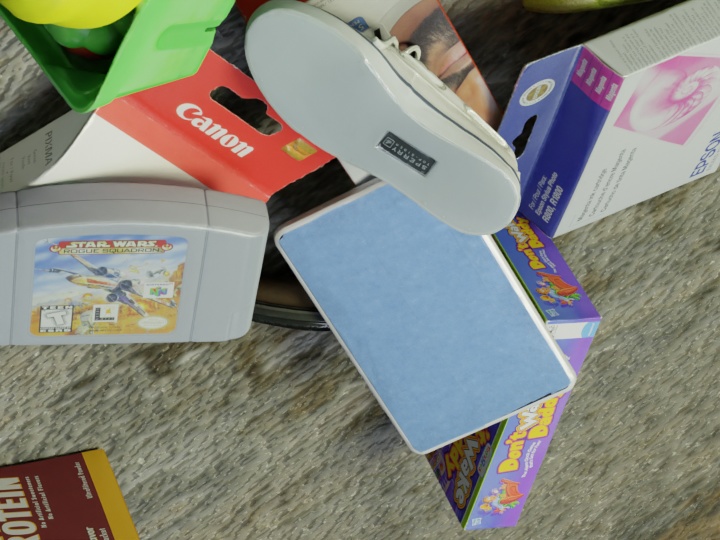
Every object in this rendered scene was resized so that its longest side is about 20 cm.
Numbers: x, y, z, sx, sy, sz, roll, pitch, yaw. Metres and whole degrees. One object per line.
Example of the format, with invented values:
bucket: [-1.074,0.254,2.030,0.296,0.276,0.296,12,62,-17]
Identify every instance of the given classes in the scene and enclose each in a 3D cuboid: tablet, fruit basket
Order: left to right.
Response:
fruit basket: [-0.149,-0.195,1.412,0.215,0.156,0.216,-27,146,-20]
tablet: [0.044,0.025,1.686,0.130,0.014,0.200,-25,115,17]

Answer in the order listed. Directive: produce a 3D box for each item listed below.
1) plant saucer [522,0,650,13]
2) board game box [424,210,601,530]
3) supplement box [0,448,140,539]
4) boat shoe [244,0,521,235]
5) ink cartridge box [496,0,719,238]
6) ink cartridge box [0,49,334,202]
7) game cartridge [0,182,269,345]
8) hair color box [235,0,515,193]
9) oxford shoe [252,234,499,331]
plant saucer: [0.214,-0.249,1.629,0.199,0.048,0.201,-11,134,-18]
board game box: [0.095,0.066,1.802,0.045,0.135,0.201,-2,131,-26]
supplement box: [-0.261,0.258,1.800,0.196,0.133,0.201,-10,134,-19]
boat shoe: [0.019,-0.108,1.555,0.201,0.086,0.075,33,119,-11]
ink cartridge box: [0.179,-0.100,1.694,0.199,0.043,0.197,-24,156,-23]
ink cartridge box: [-0.129,-0.051,1.598,0.199,0.050,0.161,-26,141,29]
game cartridge: [-0.161,-0.003,1.595,0.199,0.042,0.133,-1,148,-10]
hair color box: [0.009,-0.134,1.622,0.111,0.064,0.200,-33,138,3]
oxford shoe: [0.000,0.000,1.738,0.199,0.073,0.085,-4,90,2]
